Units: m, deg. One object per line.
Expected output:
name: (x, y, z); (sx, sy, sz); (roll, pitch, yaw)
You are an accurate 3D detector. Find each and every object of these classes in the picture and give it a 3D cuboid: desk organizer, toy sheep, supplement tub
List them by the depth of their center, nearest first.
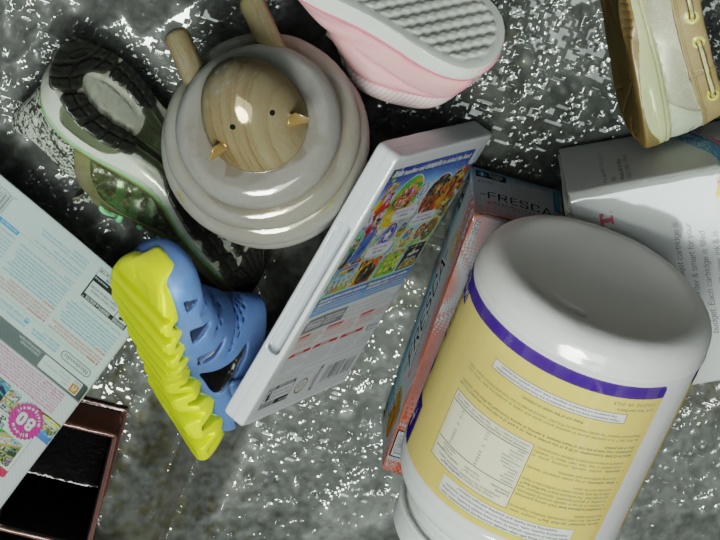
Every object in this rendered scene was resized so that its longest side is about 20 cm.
supplement tub: (0.108, 0.085, 1.250); (0.144, 0.146, 0.201); (17, 120, -8)
toy sheep: (-0.057, -0.078, 1.252); (0.136, 0.200, 0.139); (-2, 78, 9)
desk organizer: (-0.260, 0.116, 1.385); (0.198, 0.077, 0.072); (14, 115, -7)

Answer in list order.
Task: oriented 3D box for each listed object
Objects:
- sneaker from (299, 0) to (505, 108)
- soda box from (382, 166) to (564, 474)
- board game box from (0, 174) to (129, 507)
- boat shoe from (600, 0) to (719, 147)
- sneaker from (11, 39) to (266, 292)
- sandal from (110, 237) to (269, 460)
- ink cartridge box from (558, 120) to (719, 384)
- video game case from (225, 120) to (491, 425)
sneaker: (-0.012, -0.166, 1.246); (0.200, 0.105, 0.076); (36, 71, -1)
soda box: (0.070, 0.040, 1.347); (0.063, 0.069, 0.201); (15, 119, -8)
board game box: (-0.248, 0.054, 1.314); (0.147, 0.064, 0.201); (41, 75, -17)
boat shoe: (0.179, -0.176, 1.259); (0.066, 0.074, 0.202); (-14, 117, -7)
sneaker: (-0.139, -0.057, 1.324); (0.088, 0.077, 0.200); (-21, 120, 44)
sandal: (-0.097, 0.036, 1.305); (0.087, 0.080, 0.200); (-31, 152, -10)
ink cartridge box: (0.231, -0.014, 1.320); (0.198, 0.088, 0.147); (-11, 114, 4)
video game case: (0.000, 0.000, 1.302); (0.018, 0.143, 0.201); (38, 113, 16)
